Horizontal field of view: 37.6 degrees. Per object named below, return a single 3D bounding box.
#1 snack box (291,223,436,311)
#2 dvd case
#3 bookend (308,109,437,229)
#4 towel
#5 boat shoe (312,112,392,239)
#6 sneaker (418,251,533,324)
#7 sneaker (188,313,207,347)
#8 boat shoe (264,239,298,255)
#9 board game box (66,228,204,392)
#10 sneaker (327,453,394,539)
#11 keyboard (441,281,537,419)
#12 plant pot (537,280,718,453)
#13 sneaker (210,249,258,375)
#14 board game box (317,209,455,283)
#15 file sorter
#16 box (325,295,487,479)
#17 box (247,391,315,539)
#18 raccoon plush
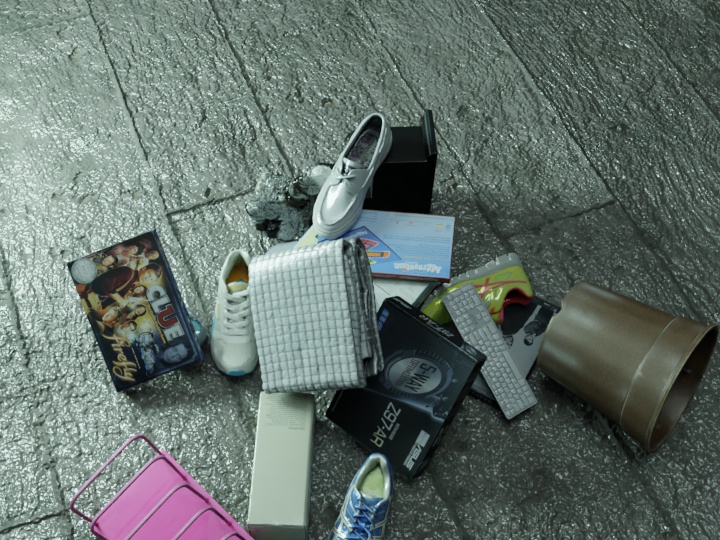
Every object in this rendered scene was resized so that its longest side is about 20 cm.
[{"bbox_3d":[0.000,0.000,1.562,0.199,0.037,0.116,37,74,19],"label":"snack box"},{"bbox_3d":[0.201,0.103,1.610,0.149,0.025,0.201,26,58,16],"label":"dvd case"},{"bbox_3d":[0.014,-0.150,1.681,0.198,0.199,0.093,-3,55,-3],"label":"bookend"},{"bbox_3d":[-0.059,0.065,1.462,0.164,0.085,0.202,-10,88,26],"label":"towel"},{"bbox_3d":[-0.011,-0.141,1.546,0.072,0.069,0.201,29,74,17],"label":"boat shoe"},{"bbox_3d":[0.175,0.049,1.590,0.199,0.078,0.091,-26,69,-14],"label":"sneaker"},{"bbox_3d":[-0.319,0.061,1.579,0.199,0.096,0.080,25,57,16],"label":"sneaker"},{"bbox_3d":[-0.111,0.025,1.630,0.070,0.070,0.200,-20,30,6],"label":"boat shoe"},{"bbox_3d":[-0.324,0.058,1.530,0.134,0.035,0.202,-21,95,0],"label":"board game box"},{"bbox_3d":[-0.003,0.333,1.402,0.075,0.077,0.201,12,56,5],"label":"sneaker"},{"bbox_3d":[0.187,0.115,1.539,0.056,0.011,0.201,-26,83,-16],"label":"keyboard"},{"bbox_3d":[0.372,0.124,1.508,0.197,0.201,0.200,28,57,26],"label":"plant pot"},{"bbox_3d":[-0.189,0.063,1.591,0.076,0.081,0.201,-1,55,-5],"label":"sneaker"},{"bbox_3d":[0.036,-0.038,1.544,0.198,0.019,0.104,5,63,6],"label":"board game box"},{"bbox_3d":[-0.252,0.328,1.350,0.200,0.126,0.139,39,75,23],"label":"file sorter"},{"bbox_3d":[0.061,0.162,1.469,0.160,0.201,0.043,34,18,21],"label":"box"},{"bbox_3d":[-0.105,0.269,1.451,0.081,0.069,0.201,3,54,2],"label":"box"},{"bbox_3d":[-0.097,-0.133,1.687,0.199,0.097,0.135,-24,35,31],"label":"raccoon plush"}]
